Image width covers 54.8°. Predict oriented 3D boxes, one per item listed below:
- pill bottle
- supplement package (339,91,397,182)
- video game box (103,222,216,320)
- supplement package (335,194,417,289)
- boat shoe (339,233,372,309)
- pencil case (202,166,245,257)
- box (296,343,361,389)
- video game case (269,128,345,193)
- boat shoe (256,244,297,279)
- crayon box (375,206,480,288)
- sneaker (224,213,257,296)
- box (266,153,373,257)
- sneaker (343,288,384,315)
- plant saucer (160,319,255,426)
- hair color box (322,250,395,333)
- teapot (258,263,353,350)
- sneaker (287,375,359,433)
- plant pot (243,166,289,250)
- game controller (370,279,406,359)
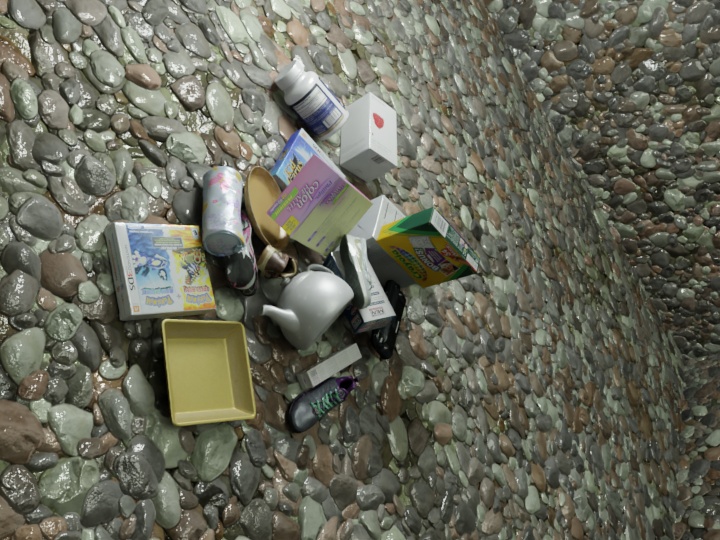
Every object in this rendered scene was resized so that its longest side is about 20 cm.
[{"bbox_3d":[-0.132,-0.454,1.844,0.200,0.111,0.112,46,43,-26],"label":"pill bottle"},{"bbox_3d":[0.024,-0.381,1.989,0.121,0.119,0.201,25,54,-40],"label":"supplement package"},{"bbox_3d":[-0.390,0.000,1.361,0.199,0.047,0.184,-2,76,-51],"label":"video game box"},{"bbox_3d":[0.055,-0.062,1.841,0.200,0.151,0.151,41,47,-31],"label":"supplement package"},{"bbox_3d":[-0.001,0.000,1.633,0.064,0.075,0.203,3,49,-23],"label":"boat shoe"},{"bbox_3d":[-0.292,-0.128,1.483,0.090,0.083,0.201,2,54,-16],"label":"pencil case"},{"bbox_3d":[-0.071,0.224,1.639,0.200,0.039,0.042,-25,93,-53],"label":"box"},{"bbox_3d":[-0.136,-0.237,1.786,0.181,0.045,0.201,45,43,-25],"label":"video game case"},{"bbox_3d":[-0.176,-0.007,1.525,0.072,0.200,0.073,28,82,3],"label":"boat shoe"},{"bbox_3d":[0.167,-0.051,1.708,0.200,0.172,0.059,43,48,-28],"label":"crayon box"},{"bbox_3d":[-0.265,-0.028,1.514,0.087,0.080,0.201,80,0,-56],"label":"sneaker"},{"bbox_3d":[-0.092,-0.146,1.630,0.097,0.176,0.200,43,6,25],"label":"box"},{"bbox_3d":[0.020,0.078,1.796,0.200,0.071,0.113,37,50,-44],"label":"sneaker"},{"bbox_3d":[-0.306,0.201,1.359,0.199,0.048,0.202,8,66,-49],"label":"plant saucer"},{"bbox_3d":[-0.005,0.047,1.686,0.099,0.061,0.201,-9,61,-35],"label":"hair color box"},{"bbox_3d":[-0.118,0.069,1.562,0.146,0.200,0.198,42,81,4],"label":"teapot"},{"bbox_3d":[-0.082,0.288,1.554,0.200,0.087,0.075,-39,102,-52],"label":"sneaker"},{"bbox_3d":[-0.219,-0.140,1.606,0.200,0.027,0.202,-15,90,-72],"label":"plant pot"},{"bbox_3d":[0.073,0.125,1.776,0.105,0.042,0.201,65,35,-48],"label":"game controller"}]
